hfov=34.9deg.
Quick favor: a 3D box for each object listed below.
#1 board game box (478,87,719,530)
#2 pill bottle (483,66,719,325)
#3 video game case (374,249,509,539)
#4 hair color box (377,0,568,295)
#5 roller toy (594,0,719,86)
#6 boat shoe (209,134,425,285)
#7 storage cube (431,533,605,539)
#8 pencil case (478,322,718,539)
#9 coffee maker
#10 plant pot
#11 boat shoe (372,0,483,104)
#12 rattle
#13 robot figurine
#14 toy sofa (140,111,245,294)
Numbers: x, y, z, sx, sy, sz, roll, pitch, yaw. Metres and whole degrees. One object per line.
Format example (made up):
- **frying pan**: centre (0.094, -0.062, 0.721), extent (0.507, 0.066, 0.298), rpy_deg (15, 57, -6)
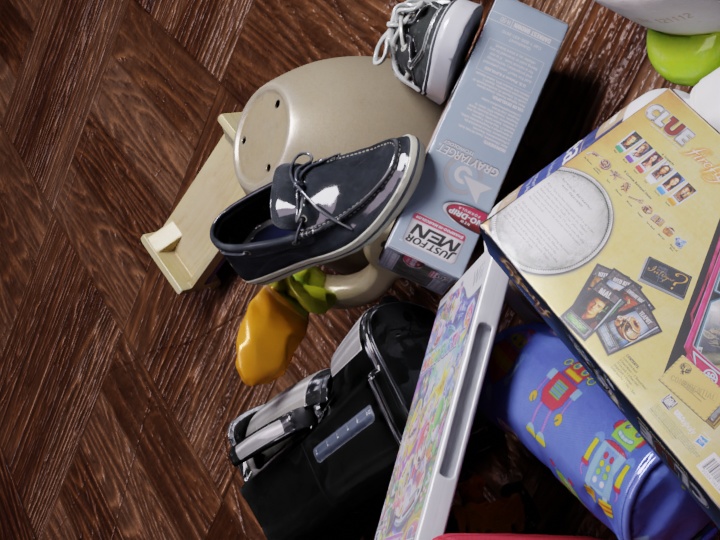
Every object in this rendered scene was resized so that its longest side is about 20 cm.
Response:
- **board game box**: centre (0.173, 0.012, 0.592), extent (0.135, 0.035, 0.201), rpy_deg (-35, 58, -3)
- **pill bottle**: centre (0.181, -0.044, 0.733), extent (0.200, 0.110, 0.112), rpy_deg (-38, 53, 41)
- **video game case**: centre (0.050, 0.096, 0.739), extent (0.143, 0.018, 0.202), rpy_deg (120, 168, -71)
- **hair color box**: centre (0.081, -0.089, 0.848), extent (0.099, 0.060, 0.202), rpy_deg (112, -178, -82)
- **roller toy**: centre (0.216, -0.241, 0.717), extent (0.182, 0.139, 0.202), rpy_deg (-40, 50, 39)
- **boat shoe**: centre (-0.035, -0.047, 0.834), extent (0.199, 0.062, 0.075), rpy_deg (-24, 44, 38)
- **storage cube**: centre (0.147, 0.248, 0.627), extent (0.178, 0.199, 0.173), rpy_deg (3, 82, 43)
- **pencil case**: centre (0.139, 0.097, 0.677), extent (0.078, 0.087, 0.200), rpy_deg (-38, 25, -5)
- **coffee maker**: centre (0.013, 0.149, 0.913), extent (0.193, 0.135, 0.200), rpy_deg (50, 131, 0)
- **plant pot**: centre (-0.034, -0.104, 1.019), extent (0.199, 0.133, 0.203), rpy_deg (-20, 65, 49)
- **boat shoe**: centre (0.050, -0.178, 0.895), extent (0.199, 0.067, 0.074), rpy_deg (-67, 2, -83)
- **rattle**: centre (0.000, 0.000, 0.909), extent (0.198, 0.143, 0.132), rpy_deg (-7, 115, 20)
- **robot figurine**: centre (0.086, 0.237, 0.763), extent (0.058, 0.144, 0.203), rpy_deg (-22, 73, 38)
- **toy sofa**: centre (-0.136, -0.072, 1.205), extent (0.083, 0.097, 0.200), rpy_deg (51, 124, 17)
